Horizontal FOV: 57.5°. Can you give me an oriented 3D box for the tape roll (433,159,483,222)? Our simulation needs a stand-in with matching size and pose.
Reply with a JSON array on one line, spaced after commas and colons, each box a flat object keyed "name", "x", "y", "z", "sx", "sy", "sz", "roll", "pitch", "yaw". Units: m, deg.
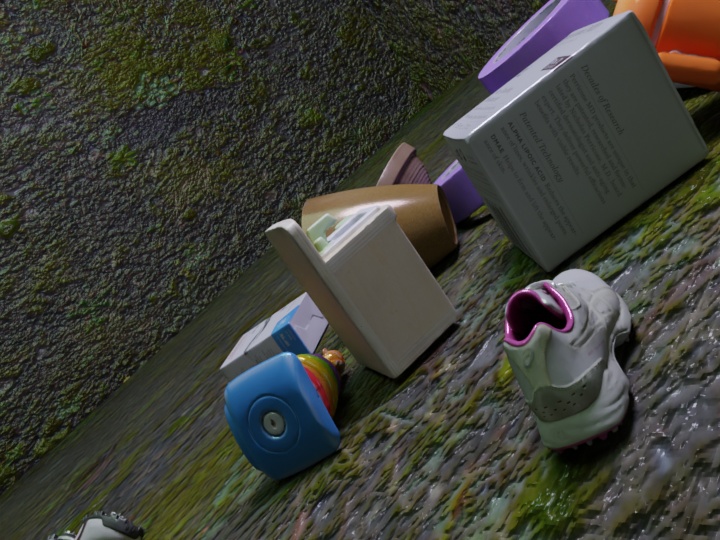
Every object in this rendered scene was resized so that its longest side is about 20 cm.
[{"name": "tape roll", "x": 0.199, "y": -0.168, "z": 1.046, "sx": 0.200, "sy": 0.066, "sz": 0.200, "roll": -44, "pitch": 6, "yaw": 5}]

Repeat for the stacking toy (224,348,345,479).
[{"name": "stacking toy", "x": -0.061, "y": 0.135, "z": 0.756, "sx": 0.108, "sy": 0.118, "sz": 0.200, "roll": -29, "pitch": 2, "yaw": 21}]

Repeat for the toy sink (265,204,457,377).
[{"name": "toy sink", "x": 0.000, "y": 0.000, "z": 0.748, "sx": 0.111, "sy": 0.202, "sz": 0.130, "roll": -39, "pitch": 11, "yaw": -14}]

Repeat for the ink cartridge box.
[{"name": "ink cartridge box", "x": -0.156, "y": 0.133, "z": 1.093, "sx": 0.197, "sy": 0.067, "sz": 0.116, "roll": -34, "pitch": 13, "yaw": 22}]

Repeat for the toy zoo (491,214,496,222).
[{"name": "toy zoo", "x": 0.276, "y": -0.149, "z": 0.945, "sx": 0.130, "sy": 0.021, "sz": 0.200, "roll": -27, "pitch": 16, "yaw": 46}]

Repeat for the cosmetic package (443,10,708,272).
[{"name": "cosmetic package", "x": 0.220, "y": -0.138, "z": 0.713, "sx": 0.198, "sy": 0.167, "sz": 0.165, "roll": -36, "pitch": 11, "yaw": 6}]

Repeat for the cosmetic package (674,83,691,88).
[{"name": "cosmetic package", "x": 0.399, "y": -0.293, "z": 0.861, "sx": 0.101, "sy": 0.075, "sz": 0.198, "roll": -42, "pitch": 26, "yaw": -18}]

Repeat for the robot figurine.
[{"name": "robot figurine", "x": 0.359, "y": -0.262, "z": 0.706, "sx": 0.116, "sy": 0.195, "sz": 0.148, "roll": 4, "pitch": -77, "yaw": -71}]

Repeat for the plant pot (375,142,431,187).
[{"name": "plant pot", "x": 0.073, "y": -0.110, "z": 1.153, "sx": 0.205, "sy": 0.091, "sz": 0.202, "roll": -62, "pitch": -8, "yaw": -15}]

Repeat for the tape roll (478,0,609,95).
[{"name": "tape roll", "x": 0.271, "y": -0.337, "z": 0.985, "sx": 0.200, "sy": 0.066, "sz": 0.201, "roll": -44, "pitch": 12, "yaw": 11}]

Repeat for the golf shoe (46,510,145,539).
[{"name": "golf shoe", "x": -0.339, "y": 0.365, "z": 0.817, "sx": 0.198, "sy": 0.077, "sz": 0.090, "roll": -34, "pitch": 31, "yaw": 31}]

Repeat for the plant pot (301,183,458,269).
[{"name": "plant pot", "x": 0.039, "y": -0.050, "z": 0.972, "sx": 0.195, "sy": 0.191, "sz": 0.187, "roll": -19, "pitch": 17, "yaw": 18}]

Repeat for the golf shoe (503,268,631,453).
[{"name": "golf shoe", "x": 0.147, "y": 0.035, "z": 0.475, "sx": 0.074, "sy": 0.092, "sz": 0.201, "roll": -33, "pitch": 12, "yaw": 27}]
